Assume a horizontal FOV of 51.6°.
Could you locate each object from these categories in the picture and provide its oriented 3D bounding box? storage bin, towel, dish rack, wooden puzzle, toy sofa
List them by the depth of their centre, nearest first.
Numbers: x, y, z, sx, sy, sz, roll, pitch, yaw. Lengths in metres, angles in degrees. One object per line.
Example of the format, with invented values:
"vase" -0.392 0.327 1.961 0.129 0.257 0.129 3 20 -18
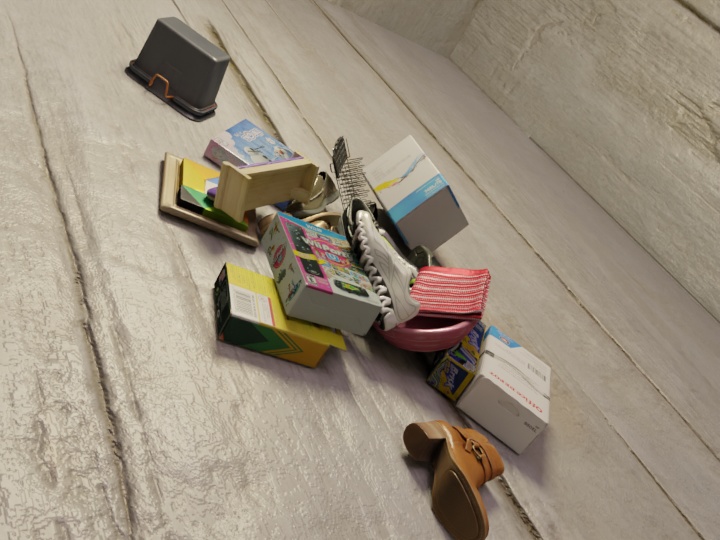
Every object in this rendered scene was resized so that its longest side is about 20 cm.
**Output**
"toy sofa" -0.173 -0.160 1.318 0.097 0.084 0.198 34 31 25
"wooden puzzle" -0.265 -0.134 1.330 0.182 0.038 0.202 22 29 -26
"towel" 0.159 0.037 1.342 0.140 0.023 0.200 3 21 13
"dish rack" -0.014 -0.177 1.564 0.053 0.205 0.154 -8 24 11
"storage bin" -0.383 -0.437 1.585 0.198 0.136 0.146 34 25 1

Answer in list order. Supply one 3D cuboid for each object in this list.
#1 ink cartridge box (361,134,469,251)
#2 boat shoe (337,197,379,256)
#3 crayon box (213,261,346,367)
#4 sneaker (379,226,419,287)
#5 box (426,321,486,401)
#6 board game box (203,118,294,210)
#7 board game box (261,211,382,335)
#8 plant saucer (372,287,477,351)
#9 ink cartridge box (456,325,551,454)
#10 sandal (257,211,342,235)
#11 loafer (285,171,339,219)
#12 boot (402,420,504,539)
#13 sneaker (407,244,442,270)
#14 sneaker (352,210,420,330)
"ink cartridge box" 0.120 -0.164 1.668 0.147 0.144 0.202 51 6 -48
"boat shoe" 0.002 -0.064 1.348 0.070 0.072 0.201 2 34 -23
"crayon box" -0.123 0.073 1.136 0.196 0.051 0.128 21 29 -26
"sneaker" 0.053 0.004 1.478 0.082 0.072 0.201 -30 68 -25
"box" 0.177 0.148 1.352 0.064 0.071 0.200 34 26 2
"board game box" -0.202 -0.226 1.555 0.196 0.044 0.201 33 26 -2
"board game box" -0.066 0.004 1.194 0.145 0.065 0.201 19 26 -32
"plant saucer" 0.110 0.088 1.314 0.194 0.052 0.201 -1 20 1
"ink cartridge box" 0.261 0.208 1.336 0.143 0.085 0.200 35 25 1
"sandal" -0.100 -0.061 1.391 0.209 0.077 0.071 -3 64 -49
"loafer" -0.103 -0.149 1.480 0.071 0.073 0.200 69 22 -13
"boot" 0.158 0.303 1.084 0.153 0.078 0.200 15 25 -43
"sneaker" 0.165 0.032 1.536 0.113 0.077 0.201 28 19 -38
"sneaker" 0.039 -0.006 1.243 0.079 0.075 0.205 -16 80 -10
